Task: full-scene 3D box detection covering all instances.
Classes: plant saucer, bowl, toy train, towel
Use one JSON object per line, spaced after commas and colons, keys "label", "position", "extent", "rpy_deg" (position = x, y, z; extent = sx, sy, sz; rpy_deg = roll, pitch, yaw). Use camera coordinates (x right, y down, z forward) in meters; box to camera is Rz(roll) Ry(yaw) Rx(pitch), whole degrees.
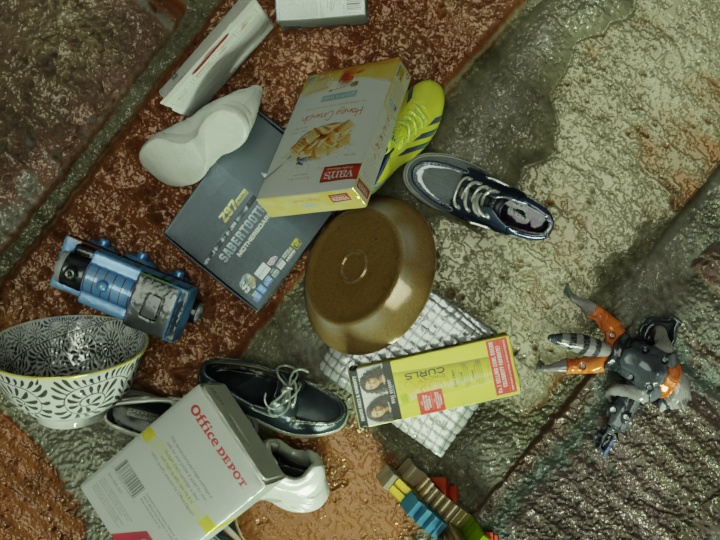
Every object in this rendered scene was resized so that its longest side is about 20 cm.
{"label": "plant saucer", "position": [0.000, 0.000, 1.334], "extent": [0.197, 0.035, 0.204], "rpy_deg": [-13, 66, 32]}
{"label": "bowl", "position": [-0.357, 0.133, 1.347], "extent": [0.197, 0.201, 0.096], "rpy_deg": [2, 109, 2]}
{"label": "toy train", "position": [-0.292, 0.020, 1.366], "extent": [0.197, 0.114, 0.088], "rpy_deg": [23, 94, 0]}
{"label": "towel", "position": [0.069, 0.107, 1.376], "extent": [0.198, 0.086, 0.167], "rpy_deg": [33, 93, 1]}

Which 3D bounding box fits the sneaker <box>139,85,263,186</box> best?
{"label": "sneaker", "position": [-0.191, -0.170, 1.358], "extent": [0.198, 0.089, 0.076], "rpy_deg": [-19, 121, 39]}

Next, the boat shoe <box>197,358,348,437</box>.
{"label": "boat shoe", "position": [-0.109, 0.154, 1.385], "extent": [0.197, 0.062, 0.076], "rpy_deg": [19, 60, 1]}

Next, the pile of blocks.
{"label": "pile of blocks", "position": [0.112, 0.308, 1.386], "extent": [0.199, 0.082, 0.062], "rpy_deg": [41, 95, 0]}

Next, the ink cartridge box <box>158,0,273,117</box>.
{"label": "ink cartridge box", "position": [-0.179, -0.260, 1.299], "extent": [0.050, 0.200, 0.161], "rpy_deg": [42, 94, 1]}

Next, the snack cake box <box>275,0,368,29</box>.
{"label": "snack cake box", "position": [-0.052, -0.407, 1.352], "extent": [0.113, 0.067, 0.204], "rpy_deg": [-2, 94, 4]}

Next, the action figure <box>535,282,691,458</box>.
{"label": "action figure", "position": [0.315, 0.134, 1.359], "extent": [0.191, 0.105, 0.203], "rpy_deg": [21, 93, 10]}

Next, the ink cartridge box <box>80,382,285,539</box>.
{"label": "ink cartridge box", "position": [-0.210, 0.252, 1.316], "extent": [0.199, 0.083, 0.146], "rpy_deg": [-39, 78, 9]}

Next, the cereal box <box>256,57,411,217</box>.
{"label": "cereal box", "position": [-0.030, -0.157, 1.297], "extent": [0.142, 0.040, 0.202], "rpy_deg": [-5, 52, 34]}

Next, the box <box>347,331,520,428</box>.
{"label": "box", "position": [0.087, 0.131, 1.308], "extent": [0.196, 0.050, 0.077], "rpy_deg": [-12, 90, 2]}

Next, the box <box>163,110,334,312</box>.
{"label": "box", "position": [-0.129, -0.075, 1.385], "extent": [0.157, 0.051, 0.201], "rpy_deg": [39, 93, 0]}

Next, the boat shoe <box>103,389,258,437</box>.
{"label": "boat shoe", "position": [-0.230, 0.193, 1.400], "extent": [0.196, 0.066, 0.073], "rpy_deg": [14, 94, 1]}

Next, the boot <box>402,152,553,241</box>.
{"label": "boot", "position": [0.146, -0.093, 1.353], "extent": [0.197, 0.090, 0.074], "rpy_deg": [20, 95, 1]}

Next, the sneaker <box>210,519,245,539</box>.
{"label": "sneaker", "position": [-0.219, 0.322, 1.408], "extent": [0.200, 0.079, 0.079], "rpy_deg": [43, 112, 23]}

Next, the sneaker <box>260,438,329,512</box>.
{"label": "sneaker", "position": [-0.136, 0.247, 1.378], "extent": [0.196, 0.079, 0.100], "rpy_deg": [-1, 134, -5]}

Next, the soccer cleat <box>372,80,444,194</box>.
{"label": "soccer cleat", "position": [0.042, -0.161, 1.338], "extent": [0.065, 0.084, 0.200], "rpy_deg": [41, 73, 3]}
